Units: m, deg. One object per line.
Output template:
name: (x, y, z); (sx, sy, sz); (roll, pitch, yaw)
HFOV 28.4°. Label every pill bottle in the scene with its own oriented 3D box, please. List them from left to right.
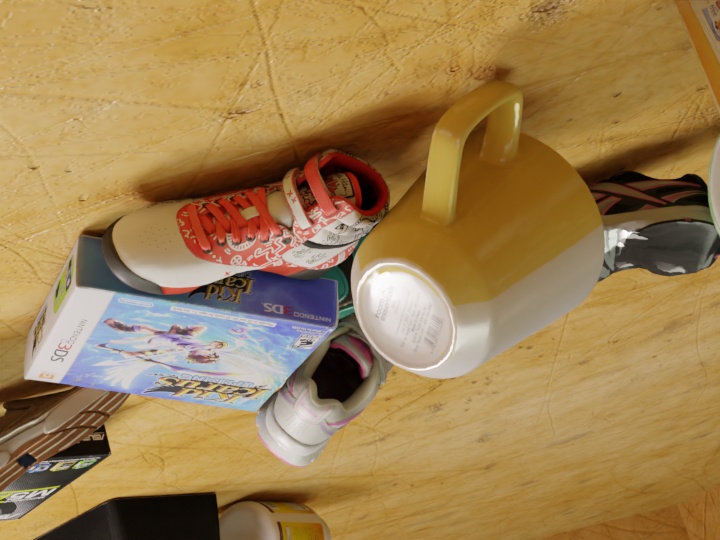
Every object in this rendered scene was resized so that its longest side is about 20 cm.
pill bottle: (-0.121, 0.392, 2.068); (0.108, 0.110, 0.200); (-25, 160, 21)

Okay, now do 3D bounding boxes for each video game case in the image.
video game case: (-0.141, 0.047, 1.088); (0.198, 0.046, 0.181); (10, 152, -21)

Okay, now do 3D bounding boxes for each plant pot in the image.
plant pot: (-0.297, 0.412, 1.856); (0.199, 0.179, 0.199); (-30, 157, 31)

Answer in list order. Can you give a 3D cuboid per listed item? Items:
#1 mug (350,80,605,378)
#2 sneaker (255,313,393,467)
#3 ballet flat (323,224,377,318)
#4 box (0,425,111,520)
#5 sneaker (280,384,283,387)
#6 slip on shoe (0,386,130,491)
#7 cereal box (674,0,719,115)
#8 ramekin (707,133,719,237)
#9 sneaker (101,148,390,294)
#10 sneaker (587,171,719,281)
mug: (0.063, -0.018, 0.984); (0.149, 0.188, 0.153); (-14, -165, 42)
sneaker: (-0.006, 0.075, 1.206); (0.088, 0.081, 0.201); (-44, -170, 51)
ballet flat: (0.000, 0.000, 1.166); (0.198, 0.068, 0.070); (-22, -176, 12)
box: (-0.377, 0.202, 1.392); (0.199, 0.048, 0.193); (4, 149, -46)
sneaker: (-0.117, 0.077, 1.250); (0.198, 0.076, 0.081); (5, 170, -39)
slip on shoe: (-0.295, 0.138, 1.263); (0.199, 0.061, 0.076); (-36, 163, -12)
cereal box: (0.310, -0.151, 0.877); (0.198, 0.145, 0.039); (-23, 161, 18)
ramekin: (0.367, -0.067, 1.097); (0.199, 0.202, 0.097); (-30, 151, 33)
sneaker: (-0.071, -0.039, 0.969); (0.200, 0.068, 0.108); (-2, 152, -41)
sneaker: (0.205, -0.041, 1.200); (0.198, 0.087, 0.081); (1, 134, 9)
